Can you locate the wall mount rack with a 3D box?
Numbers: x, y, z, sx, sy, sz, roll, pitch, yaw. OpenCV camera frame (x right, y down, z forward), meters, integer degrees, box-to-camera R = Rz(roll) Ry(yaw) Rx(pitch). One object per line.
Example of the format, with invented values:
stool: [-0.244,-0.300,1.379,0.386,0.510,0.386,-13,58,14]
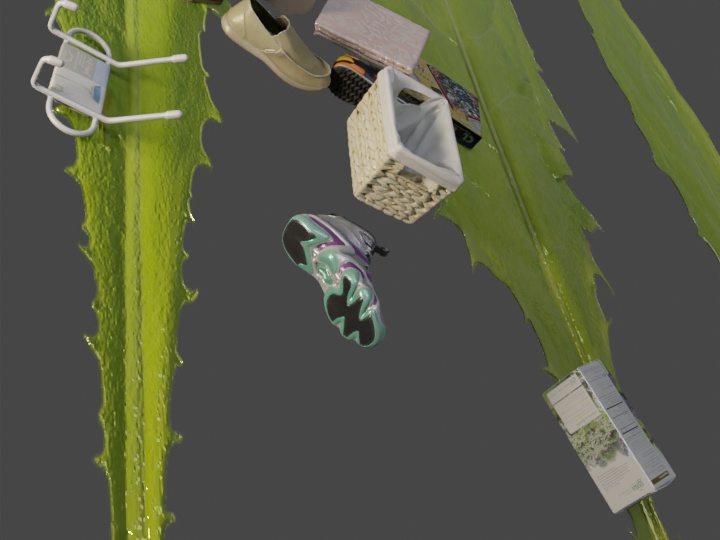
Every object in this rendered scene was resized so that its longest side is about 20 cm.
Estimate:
wall mount rack: [-0.307,-0.243,1.096,0.172,0.075,0.203,23,42,-28]

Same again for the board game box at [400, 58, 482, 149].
board game box: [0.138,-0.325,1.655,0.198,0.035,0.137,29,39,-22]

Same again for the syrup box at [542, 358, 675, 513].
syrup box: [0.362,0.240,1.299,0.081,0.079,0.202,-8,62,-48]

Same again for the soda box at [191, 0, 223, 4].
soda box: [-0.274,-0.518,1.403,0.068,0.064,0.202,-13,66,-49]

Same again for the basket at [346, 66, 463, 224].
basket: [0.063,-0.191,1.376,0.134,0.123,0.203,23,42,-28]

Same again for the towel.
towel: [0.022,-0.433,1.612,0.197,0.032,0.192,26,40,-4]

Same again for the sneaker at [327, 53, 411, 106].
sneaker: [0.038,-0.295,1.495,0.198,0.070,0.091,34,40,-13]

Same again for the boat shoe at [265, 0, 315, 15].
boat shoe: [-0.163,-0.511,1.497,0.198,0.075,0.094,20,45,-35]

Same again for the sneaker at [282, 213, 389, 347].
sneaker: [0.000,0.000,1.168,0.139,0.078,0.202,-15,68,-50]

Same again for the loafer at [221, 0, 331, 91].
loafer: [-0.122,-0.354,1.393,0.198,0.068,0.077,28,39,-23]
